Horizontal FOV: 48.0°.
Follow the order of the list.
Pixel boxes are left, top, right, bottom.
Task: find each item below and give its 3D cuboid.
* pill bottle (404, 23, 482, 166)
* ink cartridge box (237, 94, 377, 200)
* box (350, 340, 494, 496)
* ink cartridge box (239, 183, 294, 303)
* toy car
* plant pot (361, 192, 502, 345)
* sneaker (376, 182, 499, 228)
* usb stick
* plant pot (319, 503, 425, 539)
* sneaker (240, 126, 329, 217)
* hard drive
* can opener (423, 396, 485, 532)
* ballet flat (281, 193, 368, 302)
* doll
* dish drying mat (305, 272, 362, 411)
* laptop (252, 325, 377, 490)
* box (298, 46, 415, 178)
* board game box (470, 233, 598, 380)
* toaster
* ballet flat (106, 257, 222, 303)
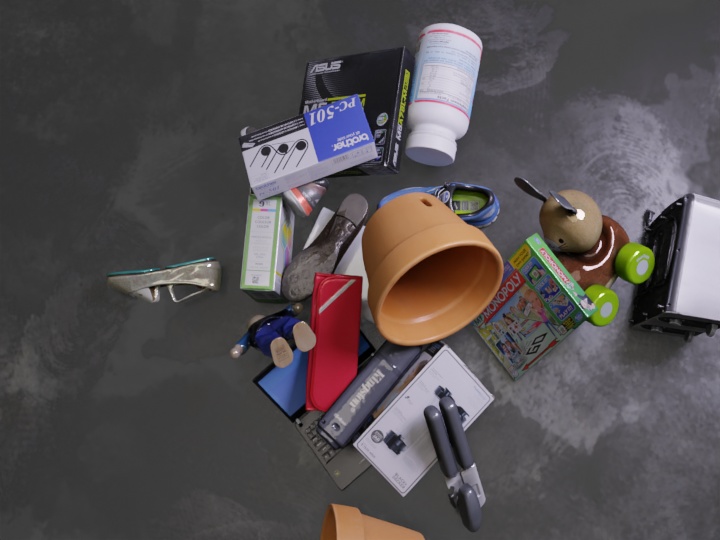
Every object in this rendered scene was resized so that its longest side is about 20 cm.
[{"bbox_3d":[0.128,-0.278,1.294,0.106,0.109,0.206,10,80,9],"label":"pill bottle"},{"bbox_3d":[-0.080,-0.187,1.225,0.195,0.044,0.096,-20,64,1],"label":"ink cartridge box"},{"bbox_3d":[0.089,0.216,1.202,0.117,0.060,0.200,44,87,-10],"label":"box"},{"bbox_3d":[-0.144,-0.058,1.284,0.058,0.104,0.206,2,78,7],"label":"ink cartridge box"},{"bbox_3d":[0.291,-0.049,1.152,0.158,0.200,0.164,-47,33,-5],"label":"toy car"},{"bbox_3d":[0.087,-0.012,1.159,0.197,0.201,0.142,-28,51,0],"label":"plant pot"},{"bbox_3d":[0.121,-0.107,1.269,0.194,0.089,0.081,-6,76,5],"label":"sneaker"},{"bbox_3d":[0.014,0.173,1.190,0.055,0.033,0.201,41,76,0],"label":"usb stick"},{"bbox_3d":[0.017,0.435,1.127,0.136,0.200,0.206,5,78,-8],"label":"plant pot"},{"bbox_3d":[-0.117,-0.171,1.291,0.081,0.077,0.201,-40,64,-3],"label":"sneaker"},{"bbox_3d":[0.000,0.000,1.294,0.196,0.027,0.134,25,82,12],"label":"hard drive"},{"bbox_3d":[0.143,0.277,1.161,0.052,0.066,0.204,-25,110,-16],"label":"can opener"},{"bbox_3d":[-0.053,-0.033,1.267,0.067,0.046,0.202,33,79,7],"label":"ballet flat"},{"bbox_3d":[-0.136,0.095,1.211,0.135,0.199,0.049,-34,106,-15],"label":"doll"},{"bbox_3d":[-0.039,0.108,1.193,0.075,0.018,0.206,3,95,-10],"label":"dish drying mat"},{"bbox_3d":[-0.029,0.193,1.217,0.176,0.103,0.201,-39,74,-2],"label":"laptop"},{"bbox_3d":[-0.015,-0.250,1.299,0.196,0.047,0.199,2,80,35],"label":"box"},{"bbox_3d":[0.240,0.058,1.174,0.029,0.201,0.135,-28,72,-35],"label":"board game box"},{"bbox_3d":[0.475,-0.006,1.161,0.116,0.181,0.205,13,79,4],"label":"toaster"},{"bbox_3d":[-0.320,0.023,1.310,0.194,0.067,0.064,-9,87,5],"label":"ballet flat"}]
